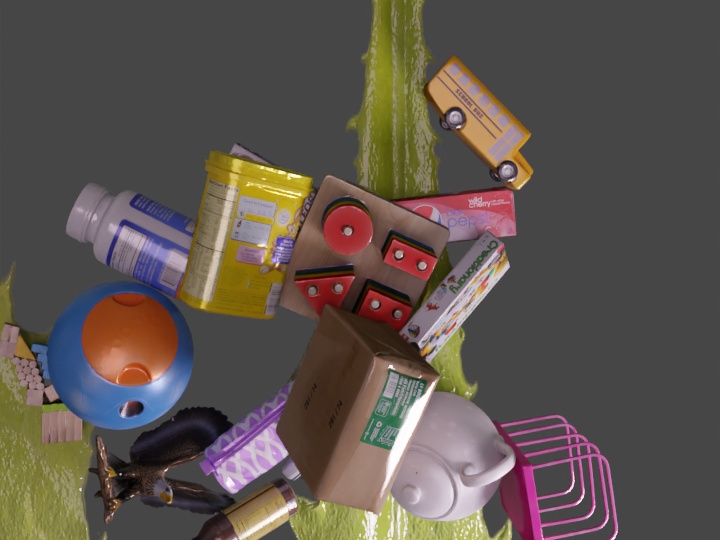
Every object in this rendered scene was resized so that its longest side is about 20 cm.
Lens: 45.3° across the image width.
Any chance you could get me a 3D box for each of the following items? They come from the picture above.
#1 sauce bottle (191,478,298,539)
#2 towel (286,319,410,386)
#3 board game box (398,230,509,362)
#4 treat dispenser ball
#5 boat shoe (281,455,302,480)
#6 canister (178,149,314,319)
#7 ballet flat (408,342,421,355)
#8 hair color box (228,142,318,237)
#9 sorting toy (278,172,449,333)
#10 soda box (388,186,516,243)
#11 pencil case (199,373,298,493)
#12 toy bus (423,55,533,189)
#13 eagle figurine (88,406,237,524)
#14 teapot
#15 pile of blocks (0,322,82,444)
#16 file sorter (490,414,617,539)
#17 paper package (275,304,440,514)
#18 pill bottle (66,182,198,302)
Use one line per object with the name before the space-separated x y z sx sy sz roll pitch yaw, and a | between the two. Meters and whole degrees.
sauce bottle | -0.186 0.378 1.266 0.198 0.064 0.066 -24 99 -30
towel | -0.018 0.141 1.299 0.146 0.036 0.203 25 95 -6
board game box | 0.134 0.044 1.238 0.035 0.126 0.201 40 89 20
treat dispenser ball | -0.332 0.118 1.203 0.197 0.201 0.205 0 97 -2
boat shoe | -0.032 0.252 1.261 0.071 0.072 0.200 44 110 -9
canister | -0.156 -0.045 1.163 0.147 0.086 0.204 10 99 -37
ballet flat | 0.049 0.185 1.182 0.072 0.073 0.202 27 113 -5
hair color box | -0.116 -0.092 1.253 0.198 0.061 0.101 29 96 -5
sorting toy | 0.000 0.000 1.206 0.196 0.070 0.202 23 106 -10
soda box | 0.124 -0.077 1.262 0.196 0.063 0.071 -7 98 -1
pencil case | -0.130 0.230 1.231 0.199 0.086 0.084 -40 72 -5
toy bus | 0.175 -0.209 1.247 0.200 0.065 0.078 44 92 -6
eagle figurine | -0.290 0.303 1.281 0.197 0.152 0.153 -10 143 -33
teapot | 0.106 0.281 1.231 0.195 0.146 0.203 29 122 18
pile of blocks | -0.468 0.161 1.279 0.081 0.062 0.203 -26 102 -18
file sorter | 0.277 0.303 1.249 0.123 0.200 0.142 -10 98 -3
paper package | -0.010 0.174 1.111 0.102 0.190 0.203 18 101 -27
pill bottle | -0.308 -0.044 1.227 0.197 0.112 0.114 26 96 -4
